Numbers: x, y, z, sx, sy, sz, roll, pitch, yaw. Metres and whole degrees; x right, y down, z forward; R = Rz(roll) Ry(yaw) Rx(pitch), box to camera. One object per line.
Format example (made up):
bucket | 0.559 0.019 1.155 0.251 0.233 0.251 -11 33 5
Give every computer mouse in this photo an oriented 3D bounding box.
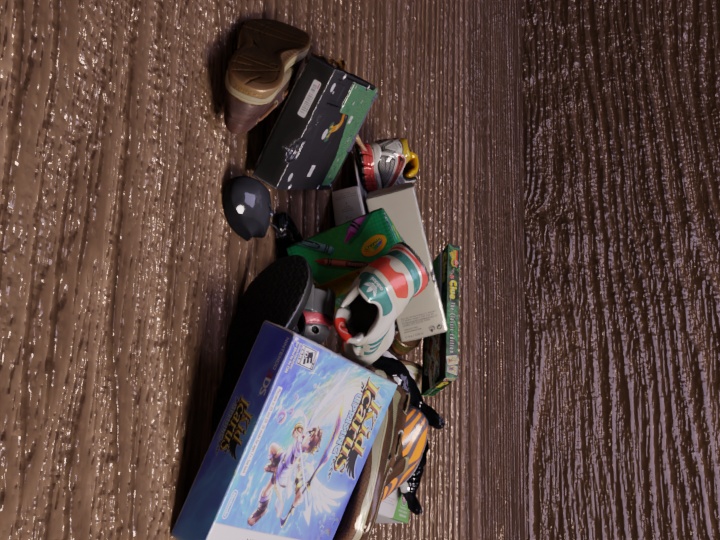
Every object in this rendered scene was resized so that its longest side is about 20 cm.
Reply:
computer mouse | -0.092 -0.051 0.994 0.200 0.034 0.059 37 52 -69

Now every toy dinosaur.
toy dinosaur | -0.044 -0.212 1.160 0.200 0.060 0.107 -10 117 -64

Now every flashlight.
flashlight | -0.067 0.116 0.960 0.068 0.067 0.202 19 65 -32

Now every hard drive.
hard drive | -0.045 -0.159 1.039 0.141 0.038 0.200 -62 169 12

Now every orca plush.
orca plush | 0.066 0.198 1.130 0.105 0.070 0.202 -17 101 -65

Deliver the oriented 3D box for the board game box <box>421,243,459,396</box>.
board game box | 0.116 0.073 1.353 0.105 0.023 0.202 123 -26 -65

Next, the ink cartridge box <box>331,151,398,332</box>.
ink cartridge box | 0.003 -0.035 1.288 0.174 0.043 0.201 -99 173 -49

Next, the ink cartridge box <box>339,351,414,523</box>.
ink cartridge box | 0.011 0.217 1.203 0.146 0.084 0.202 46 44 -63

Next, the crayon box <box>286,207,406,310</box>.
crayon box | 0.000 0.000 1.098 0.200 0.118 0.059 47 22 -72

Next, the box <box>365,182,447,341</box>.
box | 0.062 -0.013 1.257 0.082 0.068 0.202 -85 162 -79

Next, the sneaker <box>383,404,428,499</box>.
sneaker | 0.010 0.242 1.037 0.201 0.077 0.112 -53 180 0

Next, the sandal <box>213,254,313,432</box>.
sandal | -0.093 0.078 0.915 0.048 0.075 0.202 52 48 -51

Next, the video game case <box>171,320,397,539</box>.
video game case | -0.062 0.169 0.861 0.181 0.045 0.201 32 79 -53

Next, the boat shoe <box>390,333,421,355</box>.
boat shoe | 0.055 0.038 1.415 0.068 0.071 0.201 -55 -155 37

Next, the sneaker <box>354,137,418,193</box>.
sneaker | 0.049 -0.130 1.340 0.200 0.081 0.079 61 16 -73

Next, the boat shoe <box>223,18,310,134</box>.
boat shoe | -0.101 -0.200 0.957 0.201 0.072 0.072 -80 -169 -56

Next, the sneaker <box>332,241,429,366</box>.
sneaker | -0.002 0.052 0.989 0.093 0.070 0.200 -31 163 -36

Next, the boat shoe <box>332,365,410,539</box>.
boat shoe | 0.020 0.199 0.980 0.074 0.075 0.204 28 51 -22

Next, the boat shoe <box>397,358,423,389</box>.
boat shoe | 0.062 0.177 1.415 0.200 0.071 0.077 36 69 -66
